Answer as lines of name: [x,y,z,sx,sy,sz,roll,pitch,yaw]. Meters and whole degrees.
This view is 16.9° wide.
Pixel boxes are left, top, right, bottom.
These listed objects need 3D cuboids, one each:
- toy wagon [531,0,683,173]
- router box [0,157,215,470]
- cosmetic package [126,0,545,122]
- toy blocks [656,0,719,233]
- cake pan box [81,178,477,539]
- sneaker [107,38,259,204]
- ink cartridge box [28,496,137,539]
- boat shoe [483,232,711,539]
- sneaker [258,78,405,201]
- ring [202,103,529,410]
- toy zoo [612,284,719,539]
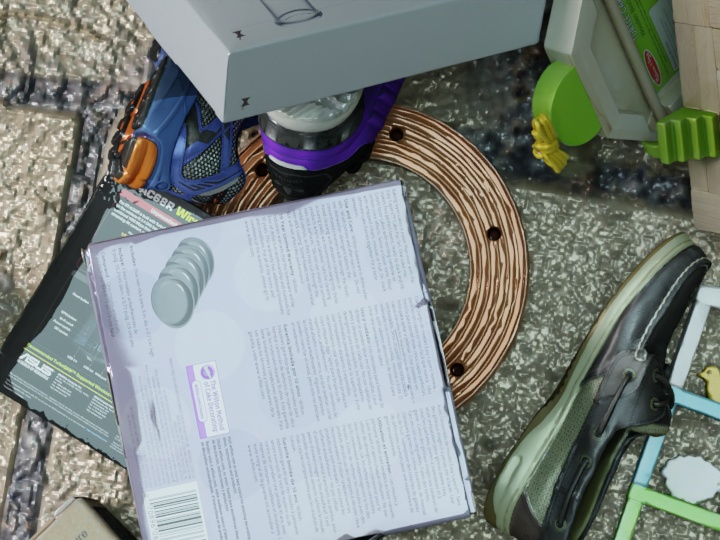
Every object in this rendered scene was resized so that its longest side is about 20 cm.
toy wagon: [0.155,-0.136,1.363,0.200,0.155,0.040,-45,40,-19]
router box: [-0.094,0.050,1.391,0.199,0.062,0.150,31,88,6]
cosmetic package: [-0.020,-0.162,1.332,0.199,0.052,0.151,-17,48,-26]
toy blocks: [0.246,-0.090,1.328,0.136,0.100,0.201,14,122,42]
cake pan box: [-0.042,0.064,1.330,0.183,0.052,0.201,-14,84,4]
sneaker: [-0.080,-0.117,1.399,0.078,0.075,0.201,29,60,-15]
ink cartridge box: [-0.175,0.255,1.391,0.200,0.075,0.165,-42,83,0]
boat shoe: [0.148,0.075,1.385,0.066,0.072,0.201,35,94,21]
sneaker: [-0.007,-0.113,1.396,0.069,0.100,0.200,19,45,16]
ring: [0.000,0.000,1.430,0.199,0.019,0.202,0,85,3]
toy zoo: [0.236,0.095,1.409,0.131,0.020,0.201,20,87,4]
